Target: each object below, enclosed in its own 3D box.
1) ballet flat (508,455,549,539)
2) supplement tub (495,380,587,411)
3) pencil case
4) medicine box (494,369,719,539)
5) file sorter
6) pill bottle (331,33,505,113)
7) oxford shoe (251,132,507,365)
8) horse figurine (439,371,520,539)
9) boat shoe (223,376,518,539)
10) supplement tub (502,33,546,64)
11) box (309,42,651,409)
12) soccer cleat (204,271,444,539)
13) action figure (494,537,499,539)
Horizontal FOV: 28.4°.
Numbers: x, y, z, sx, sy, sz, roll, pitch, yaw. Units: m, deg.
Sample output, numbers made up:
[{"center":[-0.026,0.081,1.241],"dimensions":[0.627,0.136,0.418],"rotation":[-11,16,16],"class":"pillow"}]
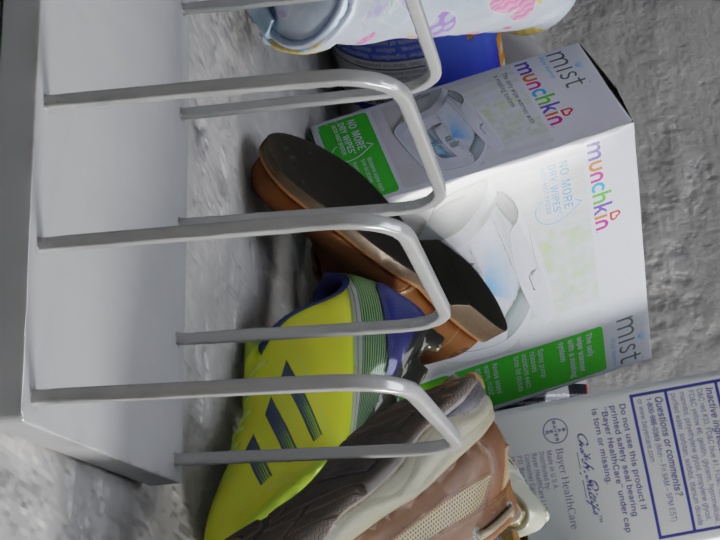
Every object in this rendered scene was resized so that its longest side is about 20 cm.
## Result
[{"center":[0.073,0.157,0.759],"dimensions":[0.071,0.071,0.200],"rotation":[57,26,-67],"class":"ballet flat"},{"center":[0.111,0.135,1.117],"dimensions":[0.140,0.140,0.200],"rotation":[30,57,-76],"class":"supplement tub"},{"center":[0.032,-0.161,0.761],"dimensions":[0.200,0.083,0.091],"rotation":[-14,140,-42],"class":"pencil case"},{"center":[0.161,0.137,0.940],"dimensions":[0.182,0.200,0.103],"rotation":[83,-2,-80],"class":"medicine box"},{"center":[-0.037,-0.039,0.485],"dimensions":[0.139,0.124,0.200],"rotation":[54,33,-70],"class":"file sorter"},{"center":[0.034,-0.158,0.919],"dimensions":[0.112,0.112,0.200],"rotation":[-82,163,-47],"class":"pill bottle"},{"center":[0.000,0.000,0.764],"dimensions":[0.200,0.071,0.071],"rotation":[41,23,-40],"class":"oxford shoe"},{"center":[0.015,0.129,0.741],"dimensions":[0.050,0.132,0.200],"rotation":[31,39,-60],"class":"horse figurine"},{"center":[-0.004,0.115,0.524],"dimensions":[0.200,0.076,0.072],"rotation":[-35,100,-37],"class":"boat shoe"},{"center":[0.097,-0.096,1.122],"dimensions":[0.200,0.145,0.146],"rotation":[49,38,-71],"class":"supplement tub"},{"center":[0.080,-0.016,0.886],"dimensions":[0.097,0.176,0.200],"rotation":[-110,-175,-48],"class":"box"},{"center":[-0.031,0.067,0.659],"dimensions":[0.200,0.084,0.065],"rotation":[-50,169,-52],"class":"soccer cleat"},{"center":[0.005,0.171,0.614],"dimensions":[0.200,0.102,0.119],"rotation":[-32,142,-60],"class":"action figure"}]
